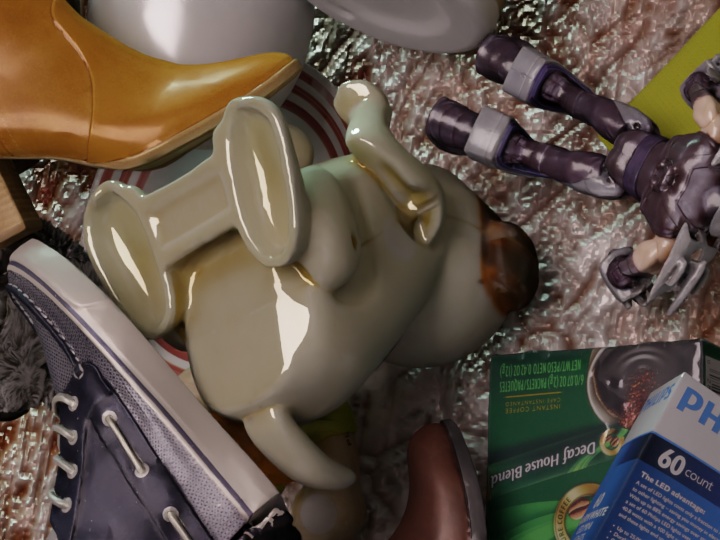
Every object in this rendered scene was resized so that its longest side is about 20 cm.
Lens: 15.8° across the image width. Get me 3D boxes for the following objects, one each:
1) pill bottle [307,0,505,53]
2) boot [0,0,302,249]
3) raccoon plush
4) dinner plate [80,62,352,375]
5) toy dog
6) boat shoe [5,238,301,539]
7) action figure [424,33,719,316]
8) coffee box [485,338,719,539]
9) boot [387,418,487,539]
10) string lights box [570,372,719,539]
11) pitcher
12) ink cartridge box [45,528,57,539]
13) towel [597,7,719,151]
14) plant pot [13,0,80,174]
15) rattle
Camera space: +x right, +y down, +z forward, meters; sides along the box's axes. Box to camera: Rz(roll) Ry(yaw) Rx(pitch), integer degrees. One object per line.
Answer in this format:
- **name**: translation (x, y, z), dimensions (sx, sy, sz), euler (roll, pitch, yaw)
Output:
- **pill bottle**: translation (0.045, -0.226, 1.347), dimensions (0.119, 0.120, 0.201), euler (9, 71, 35)
- **boot**: translation (-0.145, -0.111, 1.295), dimensions (0.200, 0.071, 0.145), euler (-26, 89, 2)
- **raccoon plush**: translation (-0.204, -0.009, 1.435), dimensions (0.134, 0.096, 0.201), euler (24, 133, 51)
- **dinner plate**: translation (-0.072, -0.024, 1.438), dimensions (0.199, 0.024, 0.201), euler (-11, 71, 32)
- **toy dog**: translation (0.000, 0.000, 1.273), dimensions (0.139, 0.199, 0.195), euler (-39, 70, 35)
- **boat shoe**: translation (-0.124, 0.080, 1.221), dimensions (0.093, 0.075, 0.200), euler (-40, 69, -11)
- **action figure**: translation (0.131, -0.056, 1.268), dimensions (0.200, 0.069, 0.131), euler (29, 87, 37)
- **coffee box**: translation (0.120, 0.137, 1.250), dimensions (0.122, 0.044, 0.201), euler (-5, 75, 32)
- **boot**: translation (-0.040, 0.162, 1.252), dimensions (0.199, 0.068, 0.190), euler (3, 83, -3)
- **string lights box**: translation (0.134, 0.159, 1.162), dimensions (0.102, 0.059, 0.201), euler (32, 74, -2)
- **pitcher**: translation (-0.101, -0.180, 1.391), dimensions (0.121, 0.171, 0.201), euler (-27, 48, 51)
- **ink cartridge box**: translation (-0.079, 0.203, 1.310), dimensions (0.116, 0.199, 0.068), euler (-60, 9, 14)
- **towel**: translation (0.208, -0.110, 1.277), dimensions (0.200, 0.018, 0.086), euler (-47, 51, 16)
- **plant pot**: translation (-0.231, -0.128, 1.453), dimensions (0.186, 0.200, 0.188), euler (-3, 69, 7)
- **rattle**: translation (-0.107, 0.118, 1.351), dimensions (0.199, 0.143, 0.131), euler (-9, 104, 23)
